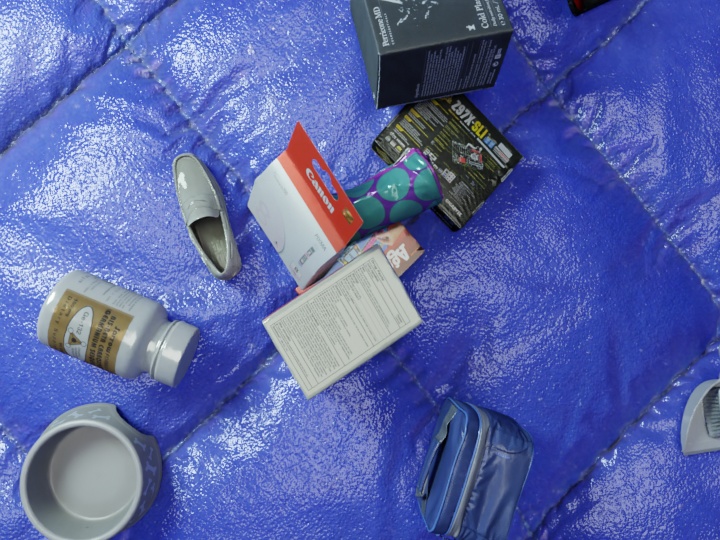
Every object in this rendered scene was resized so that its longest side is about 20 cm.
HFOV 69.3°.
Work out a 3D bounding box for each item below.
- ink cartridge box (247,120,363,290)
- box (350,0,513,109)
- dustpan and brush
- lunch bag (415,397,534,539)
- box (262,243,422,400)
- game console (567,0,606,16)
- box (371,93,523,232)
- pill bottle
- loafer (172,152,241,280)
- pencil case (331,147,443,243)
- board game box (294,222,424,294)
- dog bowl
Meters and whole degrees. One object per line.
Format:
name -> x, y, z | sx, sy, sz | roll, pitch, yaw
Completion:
ink cartridge box -> -0.087, -0.080, 0.732 | 0.056, 0.200, 0.165 | -30, 82, -24
box -> 0.095, -0.373, 0.775 | 0.191, 0.124, 0.205 | -12, 71, -4
dustpan and brush -> 0.599, 0.204, 0.862 | 0.135, 0.057, 0.207 | -6, 89, -5
lunch bag -> 0.156, 0.304, 0.782 | 0.129, 0.136, 0.205 | 19, 88, -4
box -> -0.028, 0.071, 0.766 | 0.197, 0.109, 0.130 | -32, 91, -5
game console -> 0.355, -0.537, 0.831 | 0.169, 0.119, 0.205 | -25, 91, -5
box -> 0.138, -0.190, 0.837 | 0.200, 0.049, 0.160 | 43, 83, -3
pill bottle -> -0.341, 0.089, 0.752 | 0.195, 0.114, 0.117 | 23, 87, -4
loafer -> -0.234, -0.084, 0.789 | 0.068, 0.070, 0.205 | -24, 91, -5
pencil case -> 0.021, -0.107, 0.780 | 0.196, 0.086, 0.094 | -24, 109, 13
board game box -> 0.000, 0.000, 0.834 | 0.200, 0.019, 0.103 | -44, 93, -5
dog bowl -> -0.400, 0.305, 0.770 | 0.194, 0.059, 0.207 | 0, 88, -6
